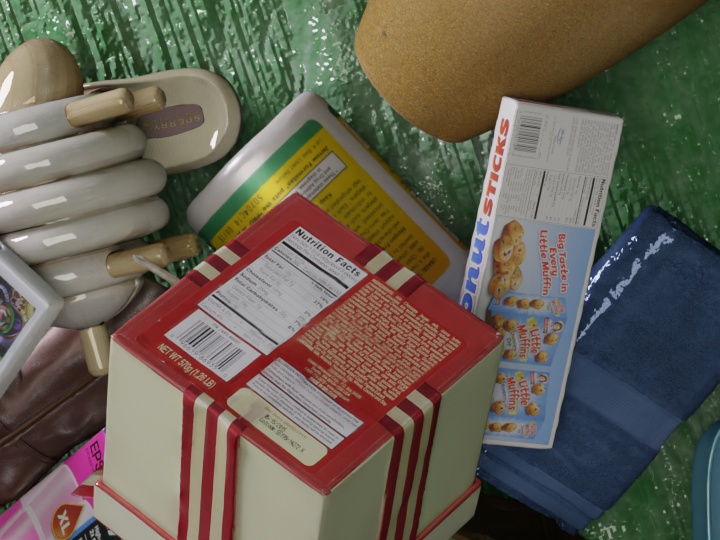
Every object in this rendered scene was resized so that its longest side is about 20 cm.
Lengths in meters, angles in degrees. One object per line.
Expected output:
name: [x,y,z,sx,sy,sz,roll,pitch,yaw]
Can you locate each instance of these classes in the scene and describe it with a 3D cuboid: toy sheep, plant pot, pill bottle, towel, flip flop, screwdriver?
toy sheep: [-0.171,-0.037,1.630,0.137,0.138,0.201,-12,89,10]
plant pot: [0.093,-0.175,1.614,0.186,0.186,0.200,45,117,0]
pill bottle: [0.000,0.000,1.673,0.113,0.113,0.200,-44,91,12]
towel: [0.152,0.059,1.678,0.111,0.049,0.200,34,106,-22]
flip flop: [-0.169,-0.075,1.711,0.199,0.058,0.082,-12,96,17]
screwdriver: [-0.080,0.025,1.635,0.029,0.200,0.028,38,92,27]

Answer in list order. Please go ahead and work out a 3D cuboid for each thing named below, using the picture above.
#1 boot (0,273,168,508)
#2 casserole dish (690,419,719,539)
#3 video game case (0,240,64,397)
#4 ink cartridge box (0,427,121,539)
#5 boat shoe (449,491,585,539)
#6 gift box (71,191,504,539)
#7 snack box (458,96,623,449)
boot: [-0.207,0.044,1.700,0.199,0.064,0.187,-35,129,8]
casserole dish: [0.248,0.167,1.672,0.120,0.039,0.201,-6,95,-29]
video game case: [-0.288,0.034,1.617,0.182,0.023,0.200,42,112,12]
ink cartridge box: [-0.167,0.166,1.710,0.200,0.037,0.095,-38,57,30]
boat shoe: [0.077,0.181,1.705,0.199,0.074,0.066,30,123,-13]
gift box: [-0.051,0.100,1.556,0.184,0.200,0.187,39,145,26]
snack box: [0.097,0.003,1.610,0.071,0.024,0.201,7,102,-25]
